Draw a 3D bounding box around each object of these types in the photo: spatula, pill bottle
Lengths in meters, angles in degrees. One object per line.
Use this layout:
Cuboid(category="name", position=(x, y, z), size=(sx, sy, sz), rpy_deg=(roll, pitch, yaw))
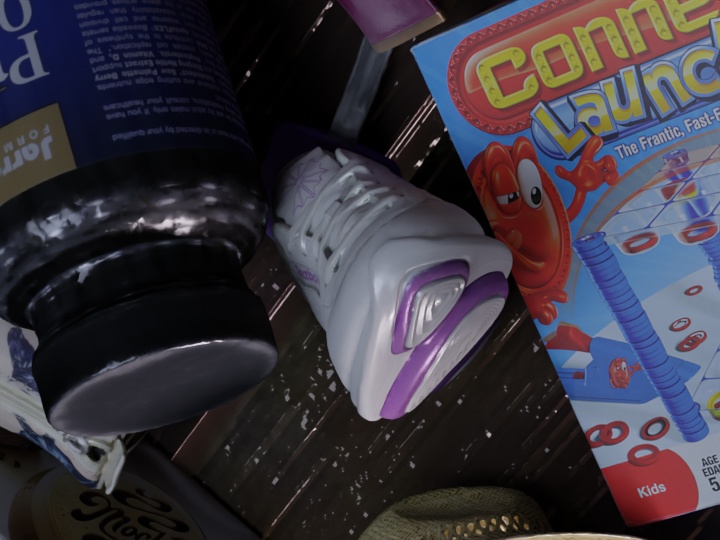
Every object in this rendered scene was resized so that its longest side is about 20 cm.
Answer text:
Cuboid(category="spatula", position=(0.006, -0.087, 0.903), size=(0.057, 0.021, 0.200), rpy_deg=(21, 115, 5))
Cuboid(category="pill bottle", position=(-0.098, -0.047, 0.860), size=(0.112, 0.112, 0.200), rpy_deg=(-32, 66, 34))

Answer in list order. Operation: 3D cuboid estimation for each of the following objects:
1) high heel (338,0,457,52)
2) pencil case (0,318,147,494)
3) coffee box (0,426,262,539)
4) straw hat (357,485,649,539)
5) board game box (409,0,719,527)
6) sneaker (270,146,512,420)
Cuboid(category="high heel", position=(0.049, -0.158, 0.815), size=(0.200, 0.067, 0.096), rpy_deg=(-26, 110, 37))
Cuboid(category="pencil case", position=(-0.171, 0.015, 0.962), size=(0.200, 0.089, 0.078), rpy_deg=(27, 108, -8))
Cuboid(category="coffee box", position=(-0.145, 0.108, 1.008), size=(0.200, 0.113, 0.080), rpy_deg=(41, 123, 12))
Cuboid(category="straw hat", position=(0.037, 0.132, 0.925), size=(0.201, 0.201, 0.085), rpy_deg=(-53, 36, 33))
Cuboid(category="board game box", position=(0.146, -0.029, 0.825), size=(0.200, 0.056, 0.196), rpy_deg=(-22, 97, 34))
Cuboid(category="sneaker", position=(0.000, 0.000, 0.839), size=(0.100, 0.200, 0.075), rpy_deg=(43, 87, 4))
